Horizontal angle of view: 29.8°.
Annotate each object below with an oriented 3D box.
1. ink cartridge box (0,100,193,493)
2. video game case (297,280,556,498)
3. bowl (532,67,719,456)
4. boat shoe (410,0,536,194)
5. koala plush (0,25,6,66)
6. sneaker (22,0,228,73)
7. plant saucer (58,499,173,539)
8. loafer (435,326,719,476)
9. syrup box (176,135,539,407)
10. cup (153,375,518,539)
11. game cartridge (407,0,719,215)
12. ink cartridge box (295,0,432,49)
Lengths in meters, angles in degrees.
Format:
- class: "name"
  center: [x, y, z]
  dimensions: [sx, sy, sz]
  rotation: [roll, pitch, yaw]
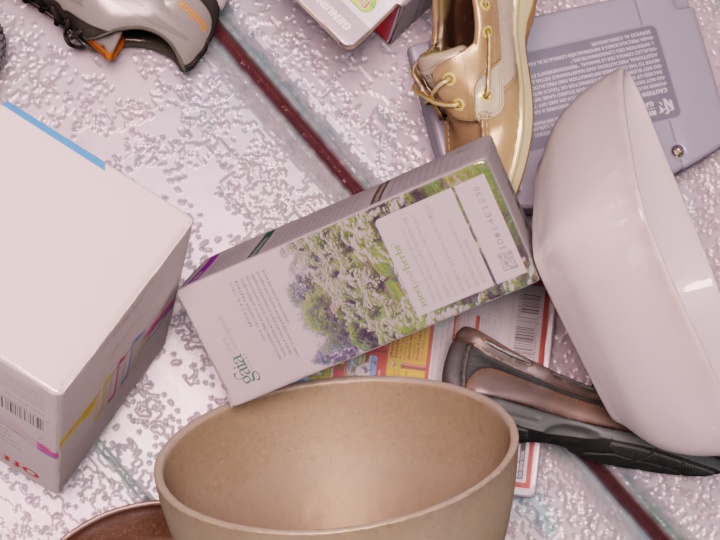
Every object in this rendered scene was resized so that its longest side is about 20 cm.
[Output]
- class: "ink cartridge box"
  center: [-0.191, 0.027, 0.782]
  dimensions: [0.128, 0.200, 0.125]
  rotation: [32, 62, 3]
- class: "video game case"
  center: [0.024, 0.064, 0.882]
  dimensions: [0.199, 0.017, 0.143]
  rotation: [9, 80, -5]
- class: "bowl"
  center: [0.163, 0.000, 0.814]
  dimensions: [0.074, 0.200, 0.200]
  rotation: [-21, 117, 20]
- class: "boat shoe"
  center: [0.065, -0.126, 0.840]
  dimensions: [0.066, 0.074, 0.201]
  rotation: [2, 91, -25]
- class: "koala plush"
  center: [-0.338, -0.097, 0.802]
  dimensions: [0.177, 0.184, 0.200]
  rotation: [24, 91, -1]
- class: "sneaker"
  center: [-0.187, -0.183, 0.873]
  dimensions: [0.200, 0.074, 0.080]
  rotation: [14, 85, -4]
- class: "plant saucer"
  center: [-0.120, 0.242, 0.829]
  dimensions: [0.200, 0.037, 0.201]
  rotation: [1, 80, -7]
- class: "loafer"
  center: [0.145, 0.084, 0.855]
  dimensions: [0.200, 0.072, 0.063]
  rotation: [14, 73, -17]
- class: "syrup box"
  center: [0.000, 0.000, 0.801]
  dimensions: [0.200, 0.081, 0.079]
  rotation: [-23, 101, 13]
- class: "cup"
  center: [-0.006, 0.162, 0.759]
  dimensions: [0.200, 0.200, 0.144]
  rotation: [-8, 106, -7]
- class: "game cartridge"
  center: [0.142, -0.109, 0.915]
  dimensions: [0.199, 0.040, 0.134]
  rotation: [-13, 79, -8]
- class: "ink cartridge box"
  center: [-0.018, -0.258, 0.895]
  dimensions: [0.176, 0.084, 0.200]
  rotation: [-44, 87, -9]
